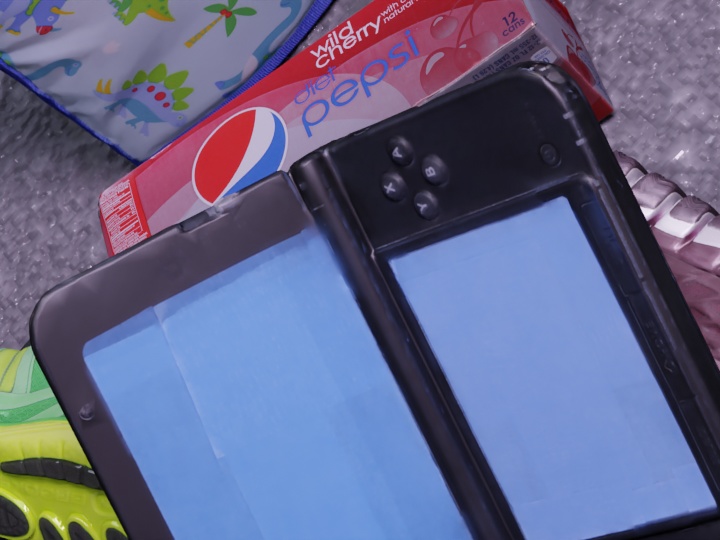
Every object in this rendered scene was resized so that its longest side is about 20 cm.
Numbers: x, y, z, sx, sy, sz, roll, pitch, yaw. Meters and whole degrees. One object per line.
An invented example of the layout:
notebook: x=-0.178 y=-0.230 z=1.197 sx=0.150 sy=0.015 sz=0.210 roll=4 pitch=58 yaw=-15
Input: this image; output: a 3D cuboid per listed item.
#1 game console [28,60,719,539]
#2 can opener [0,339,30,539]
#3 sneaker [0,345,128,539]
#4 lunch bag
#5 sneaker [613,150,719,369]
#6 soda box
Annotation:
game console: x=0.019 y=0.059 z=0.869 sx=0.176 sy=0.200 sz=0.116 roll=-19 pitch=10 yaw=45
can opener: x=-0.171 y=0.098 z=1.110 sx=0.200 sy=0.053 sz=0.066 roll=-43 pitch=13 yaw=5
sneaker: x=-0.131 y=0.063 z=1.035 sx=0.200 sy=0.084 sz=0.074 roll=16 pitch=119 yaw=35
lunch bag: x=-0.090 y=-0.161 z=1.112 sx=0.127 sy=0.170 sz=0.200 roll=25 pitch=82 yaw=42
sneaker: x=0.085 y=0.023 z=0.946 sx=0.200 sy=0.076 sz=0.116 roll=32 pitch=88 yaw=42
soda box: x=-0.005 y=-0.046 z=1.051 sx=0.200 sy=0.070 sz=0.064 roll=-33 pitch=49 yaw=15
